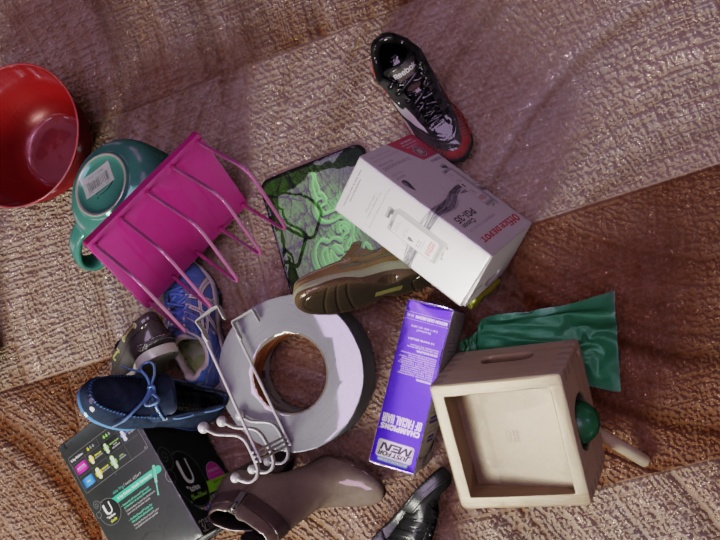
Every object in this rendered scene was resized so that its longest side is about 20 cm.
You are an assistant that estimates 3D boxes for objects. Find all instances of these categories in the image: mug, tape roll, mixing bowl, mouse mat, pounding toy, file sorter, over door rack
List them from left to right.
[{"bbox_3d":[-0.461,-0.182,1.242,0.197,0.108,0.203,-1,86,15],"label":"mixing bowl"},{"bbox_3d":[-0.319,-0.084,1.176,0.150,0.114,0.187,13,83,27],"label":"mug"},{"bbox_3d":[-0.213,-0.043,1.101,0.125,0.139,0.200,30,71,40],"label":"file sorter"},{"bbox_3d":[-0.149,0.148,1.048,0.066,0.148,0.203,-16,84,8],"label":"over door rack"},{"bbox_3d":[-0.083,0.132,1.139,0.198,0.066,0.203,-1,87,14],"label":"tape roll"},{"bbox_3d":[-0.041,-0.054,1.176,0.159,0.008,0.202,-20,82,12],"label":"mouse mat"},{"bbox_3d":[0.215,0.183,1.020,0.198,0.142,0.186,-10,103,28],"label":"pounding toy"}]

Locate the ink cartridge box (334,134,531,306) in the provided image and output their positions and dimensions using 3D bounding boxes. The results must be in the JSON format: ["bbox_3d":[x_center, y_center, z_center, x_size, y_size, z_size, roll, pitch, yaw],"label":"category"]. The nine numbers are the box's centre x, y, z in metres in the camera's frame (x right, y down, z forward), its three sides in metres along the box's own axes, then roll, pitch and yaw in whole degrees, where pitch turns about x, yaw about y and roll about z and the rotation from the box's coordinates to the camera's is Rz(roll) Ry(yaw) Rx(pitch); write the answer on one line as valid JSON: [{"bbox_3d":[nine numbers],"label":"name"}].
[{"bbox_3d":[0.092,-0.066,1.063,0.199,0.146,0.083,38,123,14],"label":"ink cartridge box"}]

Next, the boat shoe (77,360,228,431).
[{"bbox_3d":[-0.249,0.149,1.066,0.068,0.199,0.085,-34,65,29],"label":"boat shoe"}]

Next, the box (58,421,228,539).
[{"bbox_3d":[-0.266,0.273,1.135,0.124,0.148,0.201,-36,78,11],"label":"box"}]

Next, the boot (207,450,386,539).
[{"bbox_3d":[-0.085,0.292,1.084,0.198,0.146,0.071,7,116,24],"label":"boot"}]

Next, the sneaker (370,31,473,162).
[{"bbox_3d":[0.073,-0.225,1.113,0.070,0.098,0.202,-34,80,7],"label":"sneaker"}]

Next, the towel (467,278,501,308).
[{"bbox_3d":[0.085,-0.031,1.104,0.199,0.086,0.018,40,123,16],"label":"towel"}]

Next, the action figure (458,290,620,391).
[{"bbox_3d":[0.217,0.089,1.073,0.197,0.055,0.120,-3,86,21],"label":"action figure"}]

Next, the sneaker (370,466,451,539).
[{"bbox_3d":[0.073,0.350,1.090,0.104,0.060,0.200,43,102,15],"label":"sneaker"}]

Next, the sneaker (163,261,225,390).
[{"bbox_3d":[-0.228,0.067,1.178,0.075,0.077,0.202,-26,77,13],"label":"sneaker"}]

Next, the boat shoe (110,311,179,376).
[{"bbox_3d":[-0.292,0.109,1.152,0.201,0.071,0.061,-36,75,55],"label":"boat shoe"}]

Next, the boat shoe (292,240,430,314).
[{"bbox_3d":[0.000,0.000,1.101,0.198,0.072,0.077,-10,59,-26],"label":"boat shoe"}]

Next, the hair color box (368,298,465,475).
[{"bbox_3d":[0.072,0.141,1.078,0.064,0.109,0.203,12,88,15],"label":"hair color box"}]
